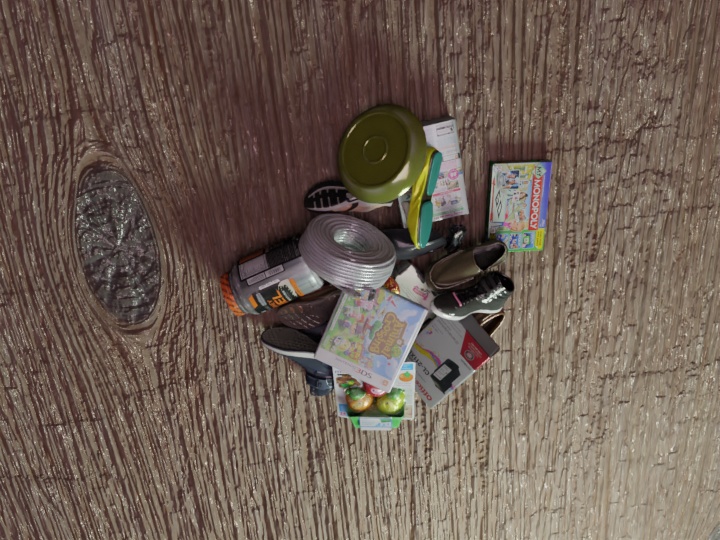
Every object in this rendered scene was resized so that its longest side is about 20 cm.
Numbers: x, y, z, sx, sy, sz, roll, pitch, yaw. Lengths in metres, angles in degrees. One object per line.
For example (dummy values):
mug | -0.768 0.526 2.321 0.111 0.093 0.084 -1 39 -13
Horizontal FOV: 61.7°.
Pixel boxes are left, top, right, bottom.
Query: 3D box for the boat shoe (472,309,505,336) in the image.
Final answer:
boat shoe | 0.260 0.152 1.397 0.075 0.072 0.201 21 109 -34

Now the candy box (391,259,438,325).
candy box | 0.075 0.086 1.371 0.199 0.061 0.137 -38 109 9

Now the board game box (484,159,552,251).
board game box | 0.345 -0.141 1.331 0.132 0.029 0.203 -3 112 -5

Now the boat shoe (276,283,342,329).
boat shoe | -0.094 0.075 1.342 0.197 0.072 0.076 -13 122 21

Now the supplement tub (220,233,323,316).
supplement tub | -0.187 0.014 1.277 0.198 0.123 0.124 -23 112 6

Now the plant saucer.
plant saucer | 0.033 -0.234 1.186 0.197 0.031 0.203 -5 80 28

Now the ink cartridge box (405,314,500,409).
ink cartridge box | 0.188 0.190 1.357 0.146 0.083 0.200 48 119 13

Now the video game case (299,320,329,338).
video game case | -0.026 0.161 1.362 0.198 0.019 0.144 -21 116 32

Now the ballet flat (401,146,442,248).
ballet flat | 0.117 -0.148 1.214 0.066 0.067 0.203 15 103 28

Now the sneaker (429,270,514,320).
sneaker | 0.242 0.046 1.282 0.197 0.071 0.100 -4 141 -29

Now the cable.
cable | -0.026 -0.040 1.207 0.198 0.200 0.070 26 122 7

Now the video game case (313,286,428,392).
video game case | 0.020 0.132 1.265 0.180 0.022 0.202 24 101 -1

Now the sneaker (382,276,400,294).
sneaker | 0.000 0.000 1.293 0.198 0.077 0.073 29 114 -10

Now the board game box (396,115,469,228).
board game box | 0.139 -0.205 1.263 0.145 0.064 0.203 -12 111 -1

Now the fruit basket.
fruit basket | 0.032 0.276 1.351 0.182 0.095 0.202 0 136 3

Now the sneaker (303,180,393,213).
sneaker | -0.021 -0.147 1.263 0.197 0.075 0.080 -8 148 10

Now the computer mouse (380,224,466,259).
computer mouse | 0.126 -0.054 1.294 0.197 0.139 0.054 -1 75 2

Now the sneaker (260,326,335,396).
sneaker | -0.134 0.212 1.376 0.199 0.077 0.148 14 129 4

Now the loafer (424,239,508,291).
loafer | 0.230 -0.018 1.302 0.198 0.070 0.076 -27 82 -3
